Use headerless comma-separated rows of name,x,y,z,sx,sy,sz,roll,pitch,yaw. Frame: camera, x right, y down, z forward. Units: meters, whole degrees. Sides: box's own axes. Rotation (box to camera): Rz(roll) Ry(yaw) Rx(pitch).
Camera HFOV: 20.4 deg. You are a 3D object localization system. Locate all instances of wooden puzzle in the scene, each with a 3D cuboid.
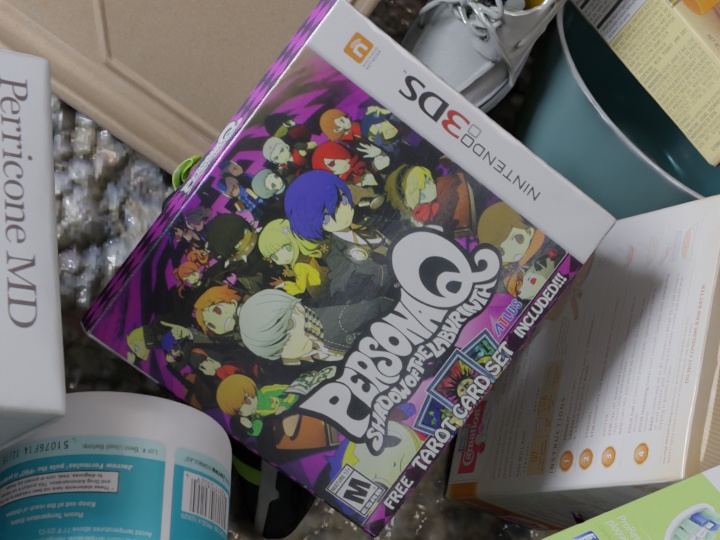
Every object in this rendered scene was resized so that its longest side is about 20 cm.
wooden puzzle,-0.088,-0.162,1.078,0.185,0.037,0.200,34,86,-23

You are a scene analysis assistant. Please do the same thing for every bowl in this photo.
bowl,0.174,-0.078,1.226,0.200,0.105,0.201,22,43,-22

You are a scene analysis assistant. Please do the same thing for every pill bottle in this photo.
pill bottle,-0.117,0.164,0.909,0.110,0.111,0.201,18,61,-32

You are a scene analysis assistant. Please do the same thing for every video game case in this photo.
video game case,-0.004,0.000,0.965,0.181,0.036,0.200,37,91,-17

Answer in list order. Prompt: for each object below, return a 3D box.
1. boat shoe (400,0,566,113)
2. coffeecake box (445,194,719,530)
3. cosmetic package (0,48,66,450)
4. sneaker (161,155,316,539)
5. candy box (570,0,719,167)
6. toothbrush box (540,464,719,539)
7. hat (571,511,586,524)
boat shoe,0.078,-0.154,1.121,0.075,0.202,0.086,52,20,14
coffeecake box,0.144,0.056,1.086,0.073,0.200,0.154,23,70,-29
cosmetic package,-0.249,-0.004,0.837,0.199,0.165,0.166,8,68,-36
sneaker,-0.063,0.038,1.032,0.072,0.082,0.201,-34,123,-65
candy box,0.188,-0.164,1.192,0.115,0.055,0.200,-22,68,-48
toothbrush box,0.128,0.190,0.943,0.199,0.146,0.086,-19,45,-19
hat,0.140,0.280,1.098,0.176,0.166,0.200,33,79,21
